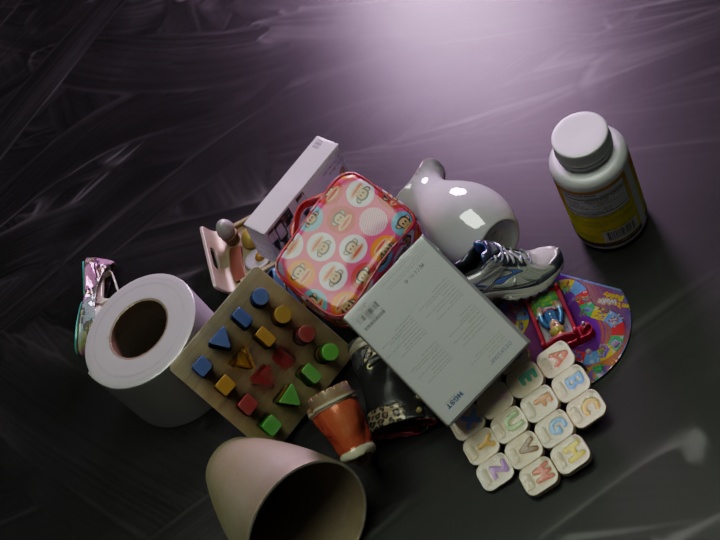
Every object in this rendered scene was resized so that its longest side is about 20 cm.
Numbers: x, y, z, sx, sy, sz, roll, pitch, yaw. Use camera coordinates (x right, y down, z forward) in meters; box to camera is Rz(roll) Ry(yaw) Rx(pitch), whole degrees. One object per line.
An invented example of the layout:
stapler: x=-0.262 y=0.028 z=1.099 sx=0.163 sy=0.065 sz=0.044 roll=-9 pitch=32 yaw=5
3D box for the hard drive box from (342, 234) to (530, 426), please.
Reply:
hard drive box: x=0.101 y=0.079 z=1.440 sx=0.156 sy=0.077 sz=0.200 roll=-45 pitch=83 yaw=2

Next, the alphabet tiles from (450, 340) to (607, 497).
alphabet tiles: x=0.217 y=0.191 z=1.435 sx=0.195 sy=0.015 sz=0.201 roll=-35 pitch=57 yaw=11

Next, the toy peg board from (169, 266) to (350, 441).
toy peg board: x=-0.137 y=0.127 z=1.568 sx=0.199 sy=0.098 sz=0.200 roll=41 pitch=78 yaw=-3

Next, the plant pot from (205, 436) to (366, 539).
plant pot: x=-0.123 y=0.307 z=1.471 sx=0.188 sy=0.188 sz=0.199 roll=-51 pitch=38 yaw=-13

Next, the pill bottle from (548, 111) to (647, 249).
pill bottle: x=0.325 y=-0.125 z=1.501 sx=0.108 sy=0.200 sz=0.110 roll=-14 pitch=52 yaw=18

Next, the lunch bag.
lunch bag: x=-0.028 y=-0.037 z=1.574 sx=0.176 sy=0.082 sz=0.201 roll=36 pitch=84 yaw=22

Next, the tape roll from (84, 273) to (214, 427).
tape roll: x=-0.311 y=0.126 z=1.706 sx=0.200 sy=0.139 sz=0.205 roll=-14 pitch=52 yaw=18

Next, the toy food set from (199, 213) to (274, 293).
toy food set: x=-0.168 y=-0.064 z=1.813 sx=0.198 sy=0.061 sz=0.144 roll=-28 pitch=49 yaw=8

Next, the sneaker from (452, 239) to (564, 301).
sneaker: x=0.193 y=-0.003 z=1.515 sx=0.198 sy=0.086 sz=0.077 roll=-19 pitch=29 yaw=-12

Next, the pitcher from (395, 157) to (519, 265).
pitcher: x=0.124 y=-0.064 z=1.619 sx=0.172 sy=0.122 sz=0.200 roll=-45 pitch=46 yaw=-9

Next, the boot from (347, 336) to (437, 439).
boot: x=0.085 y=0.146 z=1.526 sx=0.198 sy=0.073 sz=0.152 roll=-14 pitch=57 yaw=7

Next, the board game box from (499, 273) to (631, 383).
board game box: x=0.271 y=0.068 z=1.500 sx=0.198 sy=0.039 sz=0.159 roll=17 pitch=67 yaw=35

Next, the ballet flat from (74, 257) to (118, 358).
ballet flat: x=-0.452 y=0.058 z=1.884 sx=0.070 sy=0.069 sz=0.202 roll=-6 pitch=53 yaw=1

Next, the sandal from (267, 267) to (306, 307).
sandal: x=-0.109 y=0.020 z=1.683 sx=0.200 sy=0.087 sz=0.080 roll=-45 pitch=43 yaw=9

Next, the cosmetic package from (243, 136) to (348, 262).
cosmetic package: x=-0.098 y=-0.113 z=1.745 sx=0.050 sy=0.083 sz=0.201 roll=24 pitch=65 yaw=29

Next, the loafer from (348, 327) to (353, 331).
loafer: x=0.000 y=0.000 z=1.637 sx=0.071 sy=0.063 sz=0.203 roll=-3 pitch=72 yaw=1

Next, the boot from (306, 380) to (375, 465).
boot: x=-0.021 y=0.219 z=1.480 sx=0.074 sy=0.200 sz=0.108 roll=-28 pitch=80 yaw=-3
